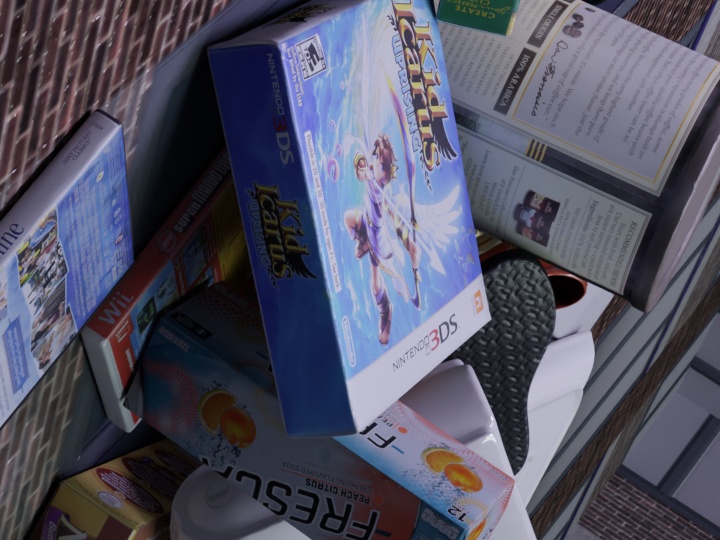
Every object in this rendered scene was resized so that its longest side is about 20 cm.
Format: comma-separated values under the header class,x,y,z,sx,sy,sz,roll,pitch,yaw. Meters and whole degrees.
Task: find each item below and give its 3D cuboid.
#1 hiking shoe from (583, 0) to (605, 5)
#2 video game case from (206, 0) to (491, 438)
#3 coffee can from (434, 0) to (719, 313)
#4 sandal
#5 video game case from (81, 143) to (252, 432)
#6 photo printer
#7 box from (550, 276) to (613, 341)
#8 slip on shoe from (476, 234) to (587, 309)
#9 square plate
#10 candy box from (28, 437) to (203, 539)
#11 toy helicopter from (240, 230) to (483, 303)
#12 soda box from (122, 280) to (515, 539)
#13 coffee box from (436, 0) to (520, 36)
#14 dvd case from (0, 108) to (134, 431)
class,x,y,z,sx,sy,sz,roll,pitch,yaw
hiking shoe,0.124,-0.222,1.504,0.087,0.074,0.200,-45,154,-20
video game case,0.000,-0.039,1.263,0.181,0.045,0.201,-37,119,-60
coffee can,0.104,-0.084,1.396,0.147,0.200,0.146,-61,169,-20
sandal,0.069,0.054,1.438,0.075,0.045,0.200,-8,140,-9
video game case,-0.078,-0.016,1.330,0.200,0.017,0.143,-54,167,-18
photo printer,-0.007,0.147,1.419,0.200,0.070,0.167,-23,142,0
box,0.101,-0.037,1.639,0.106,0.152,0.200,-55,168,0
slip on shoe,0.052,0.036,1.478,0.200,0.061,0.074,-31,151,-17
square plate,0.082,0.139,1.597,0.198,0.028,0.200,-64,161,17
candy box,-0.139,0.166,1.448,0.117,0.056,0.200,-61,168,14
toy helicopter,0.000,0.000,1.431,0.200,0.132,0.079,-31,113,-43
soda box,-0.022,0.091,1.297,0.068,0.200,0.064,-34,153,-56
coffee box,0.083,-0.230,1.265,0.200,0.044,0.123,103,-1,-52
dvd case,-0.168,0.035,1.111,0.200,0.018,0.143,-53,167,-23
